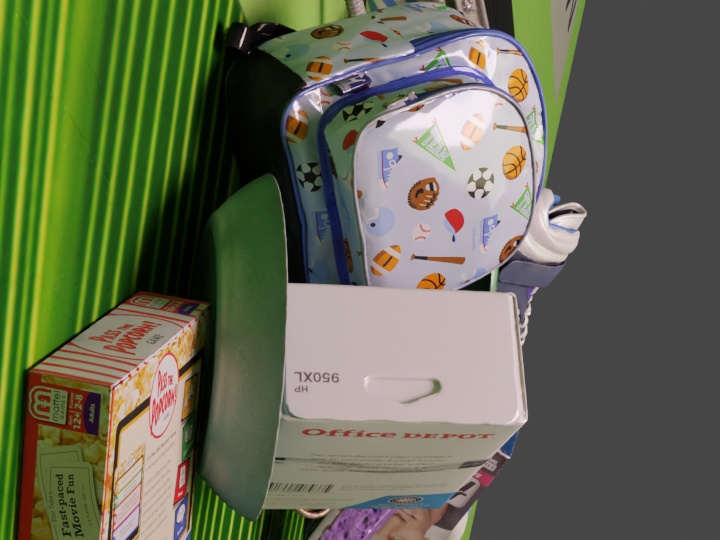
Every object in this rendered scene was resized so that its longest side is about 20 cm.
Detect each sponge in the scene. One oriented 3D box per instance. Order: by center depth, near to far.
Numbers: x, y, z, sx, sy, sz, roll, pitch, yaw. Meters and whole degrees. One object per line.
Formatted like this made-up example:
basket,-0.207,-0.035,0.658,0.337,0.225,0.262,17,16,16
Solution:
sponge,-0.006,0.204,1.388,0.200,0.030,0.112,-48,172,10

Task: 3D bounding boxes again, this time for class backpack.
backpack,0.027,-0.075,1.093,0.190,0.154,0.201,-29,132,-29

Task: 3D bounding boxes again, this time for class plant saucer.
plant saucer,-0.075,0.043,1.016,0.200,0.036,0.201,-177,-90,-79

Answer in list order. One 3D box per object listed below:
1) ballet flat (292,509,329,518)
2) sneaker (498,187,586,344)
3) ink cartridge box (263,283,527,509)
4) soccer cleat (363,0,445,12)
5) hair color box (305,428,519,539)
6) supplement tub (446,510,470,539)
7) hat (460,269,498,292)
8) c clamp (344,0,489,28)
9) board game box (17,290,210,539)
ballet flat,-0.032,0.099,1.292,0.067,0.068,0.201,48,-36,48
sneaker,0.127,0.010,1.407,0.081,0.146,0.200,59,2,36
ink cartridge box,0.004,0.082,1.068,0.200,0.144,0.085,120,-31,-65
soccer cleat,0.038,-0.199,1.367,0.201,0.086,0.070,89,16,-46
hair color box,0.044,0.181,1.506,0.200,0.100,0.061,-57,-176,35
supplement tub,0.056,0.158,1.655,0.201,0.131,0.132,-69,165,-45
hat,0.000,0.000,1.222,0.201,0.175,0.166,-88,-176,-49
c clamp,0.022,-0.177,1.278,0.027,0.170,0.201,34,-41,55
board game box,-0.130,0.128,0.926,0.152,0.046,0.201,-45,143,-71
